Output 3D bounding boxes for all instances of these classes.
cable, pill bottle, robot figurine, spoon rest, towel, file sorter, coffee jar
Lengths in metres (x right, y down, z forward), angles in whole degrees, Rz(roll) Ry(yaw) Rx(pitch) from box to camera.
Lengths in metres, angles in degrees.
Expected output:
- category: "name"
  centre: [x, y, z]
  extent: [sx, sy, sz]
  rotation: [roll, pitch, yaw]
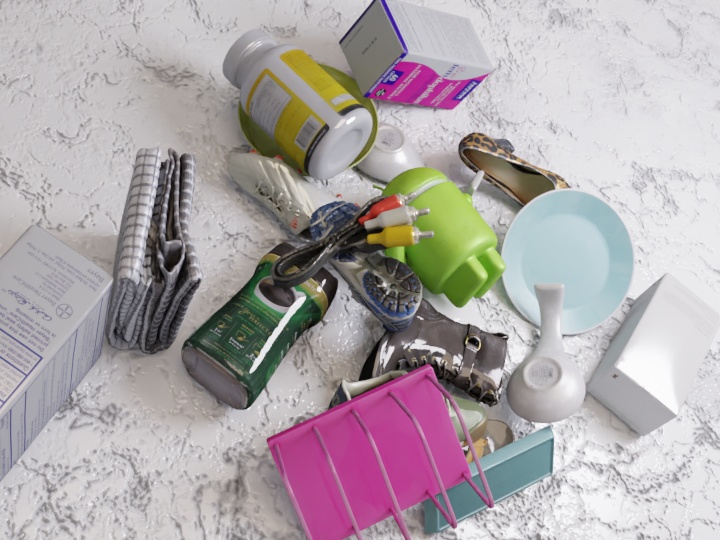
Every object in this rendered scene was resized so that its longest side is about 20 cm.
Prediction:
- category: "cable"
  centre: [-0.016, -0.045, 1.073]
  extent: [0.197, 0.051, 0.098]
  rotation: [-15, 49, -7]
- category: "pill bottle"
  centre: [-0.086, -0.221, 1.193]
  extent: [0.200, 0.113, 0.112]
  rotation: [45, 56, 15]
- category: "robot figurine"
  centre: [0.101, -0.051, 1.207]
  extent: [0.174, 0.116, 0.201]
  rotation: [-23, 68, -42]
- category: "spoon rest"
  centre: [0.244, 0.112, 1.189]
  extent: [0.098, 0.061, 0.202]
  rotation: [-1, 50, 19]
- category: "towel"
  centre: [-0.226, -0.019, 1.015]
  extent: [0.084, 0.200, 0.168]
  rotation: [9, 60, -17]
- category: "file sorter"
  centre: [0.022, 0.216, 0.956]
  extent: [0.197, 0.125, 0.141]
  rotation: [-23, 102, -7]
- category: "spoon rest"
  centre: [0.075, -0.149, 1.304]
  extent: [0.198, 0.061, 0.100]
  rotation: [26, 54, 10]
- category: "coffee jar"
  centre: [-0.114, 0.060, 1.083]
  extent: [0.104, 0.086, 0.200]
  rotation: [34, 55, 9]

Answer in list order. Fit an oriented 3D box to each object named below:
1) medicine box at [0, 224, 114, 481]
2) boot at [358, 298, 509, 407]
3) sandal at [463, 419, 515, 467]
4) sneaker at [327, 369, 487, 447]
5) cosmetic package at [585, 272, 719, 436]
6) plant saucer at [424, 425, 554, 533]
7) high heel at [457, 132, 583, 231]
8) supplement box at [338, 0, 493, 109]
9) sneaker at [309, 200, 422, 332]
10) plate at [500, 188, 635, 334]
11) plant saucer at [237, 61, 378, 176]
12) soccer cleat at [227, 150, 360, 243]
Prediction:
- category: "medicine box"
  centre: [-0.349, 0.091, 0.913]
  extent: [0.102, 0.183, 0.201]
  rotation: [33, 55, 0]
- category: "boot"
  centre: [0.100, 0.121, 1.144]
  extent: [0.172, 0.069, 0.201]
  rotation: [30, 53, -2]
- category: "sandal"
  centre: [0.104, 0.216, 1.100]
  extent: [0.196, 0.055, 0.083]
  rotation: [3, 61, -20]
- category: "sneaker"
  centre: [0.057, 0.157, 1.051]
  extent: [0.196, 0.091, 0.067]
  rotation: [-3, 33, -12]
- category: "cosmetic package"
  centre: [0.408, 0.113, 1.261]
  extent: [0.107, 0.085, 0.200]
  rotation: [40, 56, 5]
- category: "plant saucer"
  centre: [0.160, 0.252, 1.097]
  extent: [0.197, 0.071, 0.019]
  rotation: [-17, 28, -28]
- category: "high heel"
  centre: [0.225, -0.120, 1.303]
  extent: [0.142, 0.072, 0.200]
  rotation: [-8, 50, -52]
- category: "supplement box"
  centre: [0.084, -0.313, 1.332]
  extent: [0.198, 0.101, 0.105]
  rotation: [-4, 63, -43]
- category: "sneaker"
  centre: [0.000, 0.000, 1.123]
  extent: [0.076, 0.086, 0.201]
  rotation: [-27, 58, -16]
- category: "plate"
  centre: [0.288, -0.013, 1.281]
  extent: [0.196, 0.026, 0.204]
  rotation: [0, 92, -8]
- category: "plant saucer"
  centre: [-0.073, -0.206, 1.271]
  extent: [0.196, 0.031, 0.203]
  rotation: [6, 58, -9]
- category: "soccer cleat"
  centre: [-0.088, -0.087, 1.191]
  extent: [0.198, 0.069, 0.078]
  rotation: [27, 58, -9]
